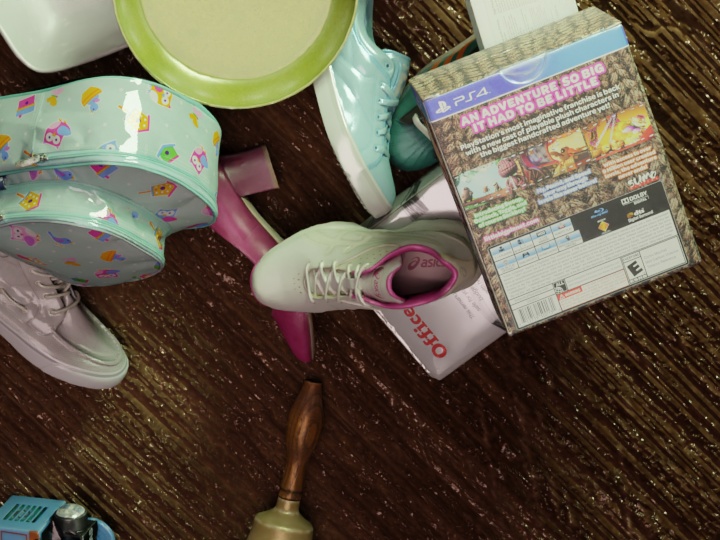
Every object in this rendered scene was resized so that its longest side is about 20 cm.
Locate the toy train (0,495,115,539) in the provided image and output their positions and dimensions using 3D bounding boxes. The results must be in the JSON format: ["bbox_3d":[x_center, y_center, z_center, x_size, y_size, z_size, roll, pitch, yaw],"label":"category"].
[{"bbox_3d":[-0.293,0.310,1.702,0.114,0.087,0.200,6,110,14],"label":"toy train"}]

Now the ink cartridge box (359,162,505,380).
[{"bbox_3d":[0.100,-0.025,1.552,0.200,0.084,0.146,-37,99,15],"label":"ink cartridge box"}]

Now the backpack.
[{"bbox_3d":[-0.216,-0.076,1.486,0.200,0.153,0.176,-17,151,28],"label":"backpack"}]

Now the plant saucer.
[{"bbox_3d":[-0.101,-0.232,1.463,0.200,0.031,0.200,-1,106,-4],"label":"plant saucer"}]

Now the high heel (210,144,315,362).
[{"bbox_3d":[-0.102,-0.007,1.587,0.096,0.067,0.200,-16,90,0],"label":"high heel"}]

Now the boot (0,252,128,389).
[{"bbox_3d":[-0.282,0.020,1.601,0.200,0.074,0.096,33,129,-4],"label":"boot"}]

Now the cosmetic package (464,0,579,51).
[{"bbox_3d":[0.138,-0.175,1.438,0.082,0.051,0.200,-18,105,-2],"label":"cosmetic package"}]

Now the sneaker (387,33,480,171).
[{"bbox_3d":[0.094,-0.155,1.512,0.071,0.080,0.200,44,105,-10],"label":"sneaker"}]

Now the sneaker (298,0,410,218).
[{"bbox_3d":[0.008,-0.147,1.510,0.082,0.074,0.200,-18,88,9],"label":"sneaker"}]

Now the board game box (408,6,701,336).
[{"bbox_3d":[0.148,-0.077,1.387,0.159,0.097,0.200,-21,106,1],"label":"board game box"}]

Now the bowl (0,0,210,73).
[{"bbox_3d":[-0.230,-0.286,1.510,0.200,0.075,0.200,-21,105,11],"label":"bowl"}]

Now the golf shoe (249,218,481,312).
[{"bbox_3d":[0.000,0.000,1.481,0.200,0.092,0.075,-9,103,12],"label":"golf shoe"}]

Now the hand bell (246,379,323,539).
[{"bbox_3d":[-0.064,0.198,1.653,0.104,0.104,0.200,11,95,2],"label":"hand bell"}]
